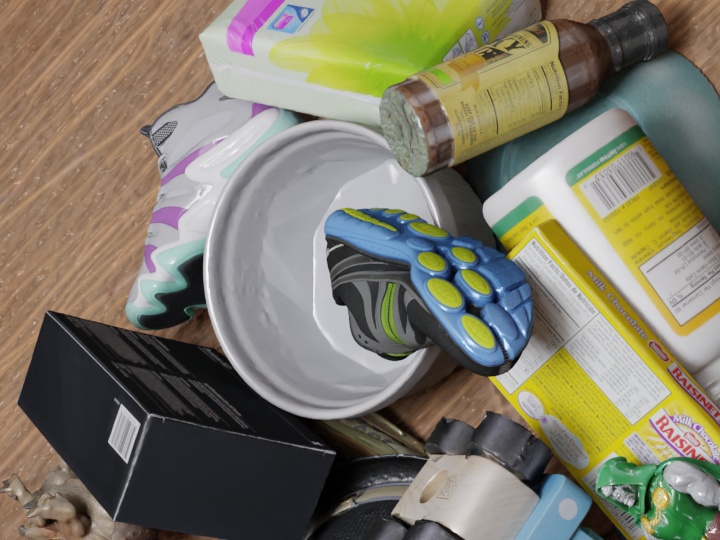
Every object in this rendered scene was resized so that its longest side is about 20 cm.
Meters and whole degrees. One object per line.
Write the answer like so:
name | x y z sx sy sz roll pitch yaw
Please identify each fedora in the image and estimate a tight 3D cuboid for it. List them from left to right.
fedora | 0.015 0.219 1.084 0.200 0.092 0.201 7 108 21

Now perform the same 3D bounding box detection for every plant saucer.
plant saucer | 0.152 -0.068 1.121 0.201 0.039 0.201 -7 77 30

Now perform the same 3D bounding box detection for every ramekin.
ramekin | 0.000 0.000 1.141 0.200 0.105 0.201 -1 89 33

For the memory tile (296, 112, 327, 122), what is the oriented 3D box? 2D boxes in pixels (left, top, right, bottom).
memory tile | -0.028 -0.085 1.249 0.153 0.017 0.200 43 104 30

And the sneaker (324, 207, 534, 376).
sneaker | 0.040 0.021 0.994 0.200 0.071 0.083 32 124 56

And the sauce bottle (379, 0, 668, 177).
sauce bottle | 0.108 -0.123 1.067 0.200 0.065 0.065 -25 60 -22

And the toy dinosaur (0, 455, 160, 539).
toy dinosaur | -0.193 0.185 1.228 0.086 0.136 0.200 -45 35 -19

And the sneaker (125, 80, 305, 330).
sneaker | -0.135 -0.062 1.263 0.200 0.078 0.140 -50 58 3

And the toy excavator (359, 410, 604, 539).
toy excavator | 0.124 0.179 0.959 0.100 0.200 0.194 -56 12 -16

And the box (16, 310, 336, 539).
box | -0.129 0.105 1.116 0.200 0.141 0.079 32 107 56

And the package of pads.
package of pads | 0.010 -0.175 1.174 0.200 0.068 0.155 17 51 33

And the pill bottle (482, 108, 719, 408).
pill bottle | 0.175 0.010 1.025 0.113 0.113 0.200 -37 86 21

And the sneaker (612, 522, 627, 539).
sneaker | 0.240 0.148 1.001 0.200 0.082 0.074 -1 82 32

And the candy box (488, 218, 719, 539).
candy box | 0.145 0.075 0.985 0.200 0.026 0.102 50 128 9

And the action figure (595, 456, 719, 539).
action figure | 0.222 0.159 0.924 0.200 0.055 0.118 28 131 17

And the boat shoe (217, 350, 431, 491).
boat shoe | -0.030 0.115 1.194 0.200 0.063 0.073 33 122 35
